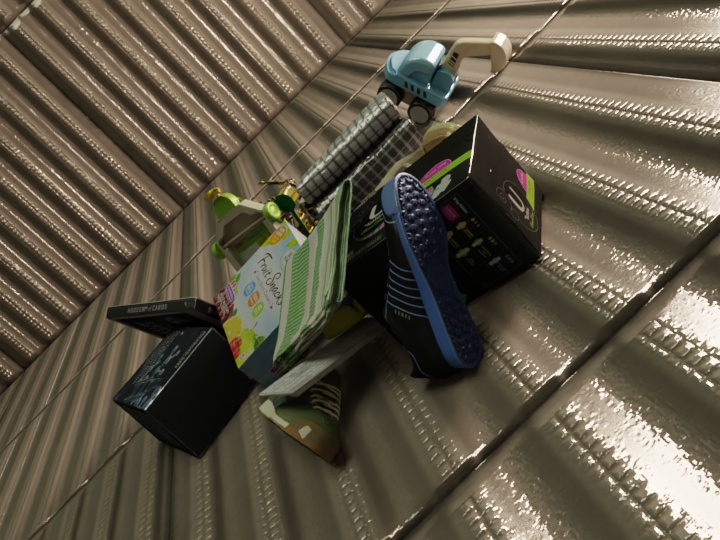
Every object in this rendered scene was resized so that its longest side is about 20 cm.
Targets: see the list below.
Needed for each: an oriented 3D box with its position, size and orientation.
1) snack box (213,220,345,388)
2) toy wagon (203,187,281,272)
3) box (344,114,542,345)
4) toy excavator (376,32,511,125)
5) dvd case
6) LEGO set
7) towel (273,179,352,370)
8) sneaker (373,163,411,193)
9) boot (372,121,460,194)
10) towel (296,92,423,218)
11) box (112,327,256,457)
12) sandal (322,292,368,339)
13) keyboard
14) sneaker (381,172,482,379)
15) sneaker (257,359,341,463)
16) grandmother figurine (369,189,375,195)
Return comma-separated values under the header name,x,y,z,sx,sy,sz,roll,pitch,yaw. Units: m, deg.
name,x,y,z,sx,sy,sz,roll,pitch,yaw
snack box,-0.118,0.043,1.229,0.169,0.068,0.200,-46,33,8
toy wagon,-0.184,-0.058,1.445,0.155,0.201,0.040,-31,8,35
box,0.088,-0.043,0.958,0.199,0.124,0.149,-36,21,29
toy excavator,0.142,-0.352,1.492,0.100,0.193,0.201,-59,-5,-38
dvd case,-0.283,0.082,1.375,0.198,0.150,0.025,-7,67,34
LEGO set,-0.137,-0.097,1.513,0.199,0.154,0.116,-26,26,36
towel,-0.056,0.012,0.964,0.200,0.023,0.154,129,150,-57
sneaker,0.090,-0.111,1.114,0.199,0.085,0.072,-24,-10,36
boot,0.072,-0.119,1.227,0.155,0.072,0.200,-55,14,-28
towel,0.002,-0.141,1.117,0.166,0.086,0.200,-46,5,9
box,-0.259,0.173,1.272,0.149,0.107,0.199,-52,20,-22
sandal,0.000,0.000,1.078,0.079,0.087,0.200,-32,6,39
keyboard,-0.032,0.093,0.975,0.056,0.011,0.200,-4,19,39
sneaker,0.050,0.010,0.844,0.078,0.202,0.070,-23,-9,41
sneaker,-0.055,0.144,0.955,0.090,0.067,0.200,-54,17,-11
grandmother figurine,0.035,-0.175,1.395,0.122,0.060,0.200,-60,-2,31
